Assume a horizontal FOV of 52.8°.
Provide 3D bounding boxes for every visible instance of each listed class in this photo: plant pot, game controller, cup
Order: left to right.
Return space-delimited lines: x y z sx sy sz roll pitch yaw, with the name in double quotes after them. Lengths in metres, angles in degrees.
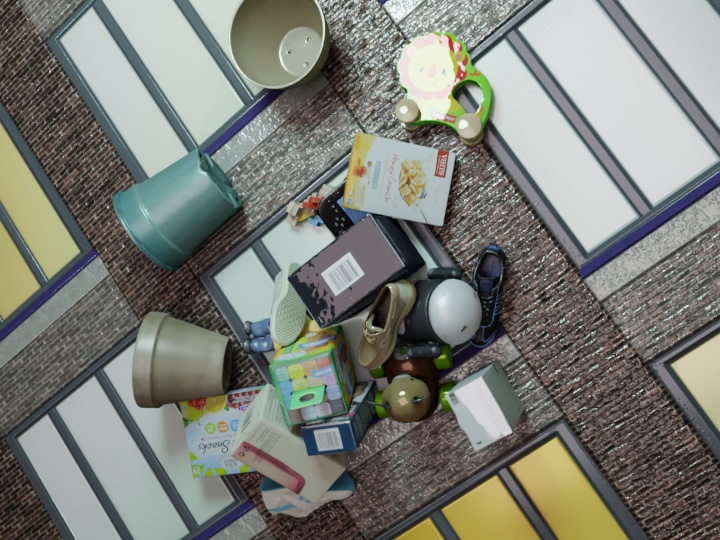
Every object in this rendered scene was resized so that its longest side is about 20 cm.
-0.366 -0.135 1.499 0.195 0.200 0.201 -35 82 7 "plant pot"
-0.363 0.192 1.519 0.172 0.200 0.202 4 94 -1 "plant pot"
-0.140 -0.448 1.432 0.198 0.143 0.202 1 93 16 "cup"
0.013 -0.147 1.417 0.200 0.042 0.105 -40 113 -2 "game controller"

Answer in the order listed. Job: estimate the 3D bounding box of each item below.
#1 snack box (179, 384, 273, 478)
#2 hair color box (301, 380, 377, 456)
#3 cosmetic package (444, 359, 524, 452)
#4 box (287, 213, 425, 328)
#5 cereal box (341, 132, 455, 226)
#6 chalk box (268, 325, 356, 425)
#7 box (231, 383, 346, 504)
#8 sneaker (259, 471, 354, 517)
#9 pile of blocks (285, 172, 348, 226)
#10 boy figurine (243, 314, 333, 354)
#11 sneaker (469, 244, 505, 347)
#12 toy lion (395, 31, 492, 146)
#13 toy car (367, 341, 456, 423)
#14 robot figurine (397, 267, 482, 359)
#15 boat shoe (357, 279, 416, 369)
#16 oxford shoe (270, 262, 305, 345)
-0.271 0.342 1.544 0.198 0.068 0.170 -10 89 17 "snack box"
-0.034 0.280 1.397 0.099 0.200 0.061 -11 100 16 "hair color box"
0.230 0.240 1.318 0.081 0.200 0.113 -31 84 16 "cosmetic package"
0.000 0.000 1.379 0.199 0.198 0.124 -37 83 15 "box"
0.073 -0.173 1.388 0.198 0.040 0.145 9 93 -8 "cereal box"
-0.090 0.202 1.362 0.123 0.200 0.125 -14 101 9 "chalk box"
-0.136 0.338 1.421 0.199 0.128 0.109 35 108 -13 "box"
-0.105 0.461 1.503 0.198 0.077 0.081 -8 112 14 "sneaker"
-0.067 -0.134 1.465 0.199 0.062 0.083 -28 84 16 "pile of blocks"
-0.143 0.127 1.498 0.198 0.064 0.126 -7 75 15 "boy figurine"
0.234 0.050 1.373 0.070 0.078 0.202 8 94 16 "sneaker"
0.161 -0.356 1.393 0.198 0.069 0.193 18 90 15 "toy lion"
0.084 0.220 1.362 0.163 0.200 0.159 -10 89 17 "toy car"
0.134 0.079 1.360 0.199 0.124 0.152 -5 99 47 "robot figurine"
0.033 0.102 1.330 0.072 0.065 0.201 49 127 34 "boat shoe"
-0.150 0.072 1.456 0.075 0.201 0.058 34 130 -30 "oxford shoe"
